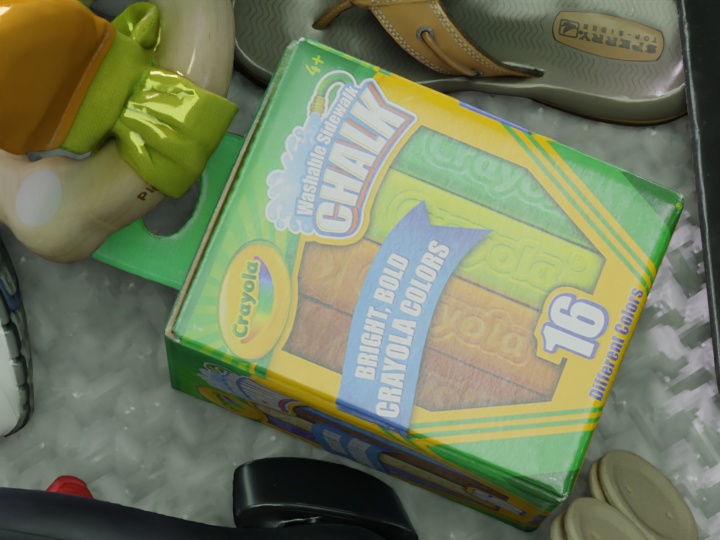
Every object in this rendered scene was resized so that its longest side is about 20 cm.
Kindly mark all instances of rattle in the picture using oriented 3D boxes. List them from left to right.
[{"bbox_3d":[-0.139,-0.109,1.045,0.142,0.130,0.201,9,48,-43],"label":"rattle"}]

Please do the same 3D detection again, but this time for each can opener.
[{"bbox_3d":[-0.065,0.111,1.055,0.199,0.064,0.079,5,36,-31],"label":"can opener"}]

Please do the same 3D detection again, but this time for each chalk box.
[{"bbox_3d":[0.000,0.000,1.074,0.199,0.124,0.125,22,79,1],"label":"chalk box"}]

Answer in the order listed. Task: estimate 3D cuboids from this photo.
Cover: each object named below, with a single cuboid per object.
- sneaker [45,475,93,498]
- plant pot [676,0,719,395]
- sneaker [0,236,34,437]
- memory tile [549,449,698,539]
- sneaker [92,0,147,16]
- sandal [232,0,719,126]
[{"bbox_3d":[-0.186,0.123,1.075,0.199,0.077,0.085,-12,75,-16],"label":"sneaker"},{"bbox_3d":[0.246,-0.064,1.068,0.177,0.199,0.201,-1,79,-25],"label":"plant pot"},{"bbox_3d":[-0.190,-0.018,1.086,0.087,0.075,0.201,-31,101,2],"label":"sneaker"},{"bbox_3d":[0.140,0.159,1.044,0.200,0.153,0.017,46,116,0],"label":"memory tile"},{"bbox_3d":[-0.027,-0.169,1.133,0.085,0.073,0.200,37,92,-24],"label":"sneaker"},{"bbox_3d":[0.045,-0.098,1.130,0.199,0.055,0.082,11,79,-1],"label":"sandal"}]
